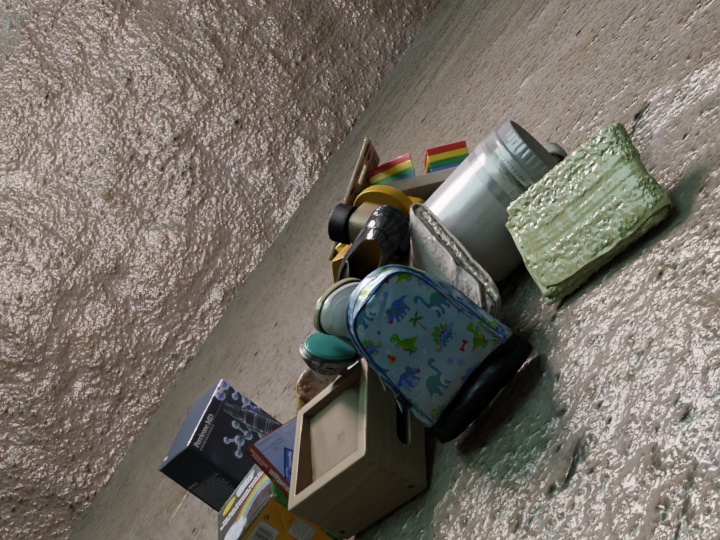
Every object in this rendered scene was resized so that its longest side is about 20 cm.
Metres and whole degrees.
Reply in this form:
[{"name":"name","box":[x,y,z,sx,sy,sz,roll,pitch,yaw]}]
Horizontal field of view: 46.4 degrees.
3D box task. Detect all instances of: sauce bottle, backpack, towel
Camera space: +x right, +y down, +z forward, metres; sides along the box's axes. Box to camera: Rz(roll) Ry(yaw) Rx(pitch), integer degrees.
[{"name":"sauce bottle","box":[-0.073,0.221,1.356,0.067,0.065,0.201,-59,-13,-29]},{"name":"backpack","box":[0.075,0.081,0.992,0.163,0.200,0.153,-47,-22,10]},{"name":"towel","box":[0.116,0.019,1.104,0.034,0.134,0.201,-18,45,-20]},{"name":"towel","box":[0.269,-0.069,1.020,0.200,0.036,0.150,-44,52,34]}]

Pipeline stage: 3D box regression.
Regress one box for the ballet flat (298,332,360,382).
[{"name":"ballet flat","box":[-0.032,0.112,1.123,0.072,0.072,0.200,-45,-6,23]}]

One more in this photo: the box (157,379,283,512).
[{"name":"box","box":[-0.207,0.311,1.402,0.107,0.199,0.149,-40,19,39]}]

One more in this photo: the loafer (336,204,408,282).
[{"name":"loafer","box":[0.000,0.000,1.170,0.072,0.072,0.202,-49,-15,-48]}]

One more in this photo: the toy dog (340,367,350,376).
[{"name":"toy dog","box":[-0.007,0.152,1.365,0.133,0.096,0.200,-52,14,-1]}]

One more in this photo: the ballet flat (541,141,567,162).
[{"name":"ballet flat","box":[0.241,-0.111,1.285,0.201,0.067,0.064,-50,21,11]}]

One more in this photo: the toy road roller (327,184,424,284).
[{"name":"toy road roller","box":[0.039,-0.032,1.272,0.146,0.121,0.203,-46,-39,-49]}]

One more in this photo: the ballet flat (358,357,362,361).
[{"name":"ballet flat","box":[0.038,0.106,1.221,0.056,0.068,0.198,-11,15,-41]}]

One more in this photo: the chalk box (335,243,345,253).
[{"name":"chalk box","box":[0.070,-0.024,1.416,0.124,0.125,0.199,-46,-20,11]}]

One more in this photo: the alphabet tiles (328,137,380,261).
[{"name":"alphabet tiles","box":[-0.011,-0.109,1.412,0.167,0.007,0.203,32,-102,-81]}]

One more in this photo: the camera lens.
[{"name":"camera lens","box":[0.191,-0.087,1.186,0.200,0.159,0.161,-46,15,20]}]

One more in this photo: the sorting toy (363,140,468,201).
[{"name":"sorting toy","box":[0.100,-0.147,1.450,0.195,0.071,0.200,-13,-13,0]}]

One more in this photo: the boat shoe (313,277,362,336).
[{"name":"boat shoe","box":[0.022,0.053,1.102,0.068,0.198,0.076,18,104,36]}]

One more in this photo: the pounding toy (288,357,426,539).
[{"name":"pounding toy","box":[0.021,0.215,1.101,0.184,0.141,0.202,-41,29,32]}]

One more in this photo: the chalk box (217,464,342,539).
[{"name":"chalk box","box":[-0.119,0.353,1.184,0.125,0.123,0.200,-52,13,2]}]

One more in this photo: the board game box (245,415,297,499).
[{"name":"board game box","box":[-0.086,0.264,1.186,0.020,0.103,0.200,-49,-10,11]}]
